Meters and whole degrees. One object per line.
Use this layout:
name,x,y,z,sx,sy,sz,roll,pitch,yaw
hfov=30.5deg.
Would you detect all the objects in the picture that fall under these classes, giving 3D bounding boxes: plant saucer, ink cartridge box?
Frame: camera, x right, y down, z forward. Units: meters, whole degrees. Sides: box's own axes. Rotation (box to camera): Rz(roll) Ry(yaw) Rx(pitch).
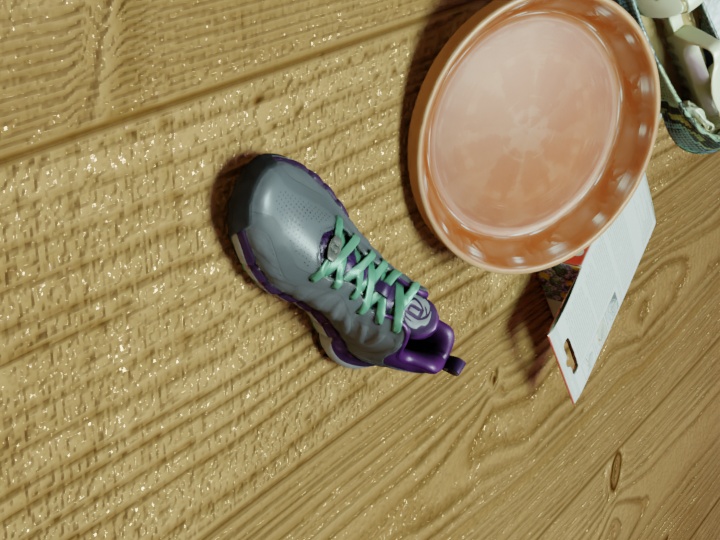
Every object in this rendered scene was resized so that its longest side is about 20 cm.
plant saucer,0.119,-0.096,0.908,0.198,0.032,0.203,-11,116,-24
ink cartridge box,0.187,-0.002,1.111,0.201,0.050,0.109,-61,145,-25

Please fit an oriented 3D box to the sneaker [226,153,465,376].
sneaker,0.000,0.000,0.763,0.200,0.087,0.075,50,59,-53

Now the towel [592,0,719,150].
towel,0.202,-0.203,0.975,0.199,0.048,0.173,-32,110,-18

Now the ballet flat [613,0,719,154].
ballet flat,0.226,-0.173,0.928,0.074,0.074,0.201,-50,118,-38
